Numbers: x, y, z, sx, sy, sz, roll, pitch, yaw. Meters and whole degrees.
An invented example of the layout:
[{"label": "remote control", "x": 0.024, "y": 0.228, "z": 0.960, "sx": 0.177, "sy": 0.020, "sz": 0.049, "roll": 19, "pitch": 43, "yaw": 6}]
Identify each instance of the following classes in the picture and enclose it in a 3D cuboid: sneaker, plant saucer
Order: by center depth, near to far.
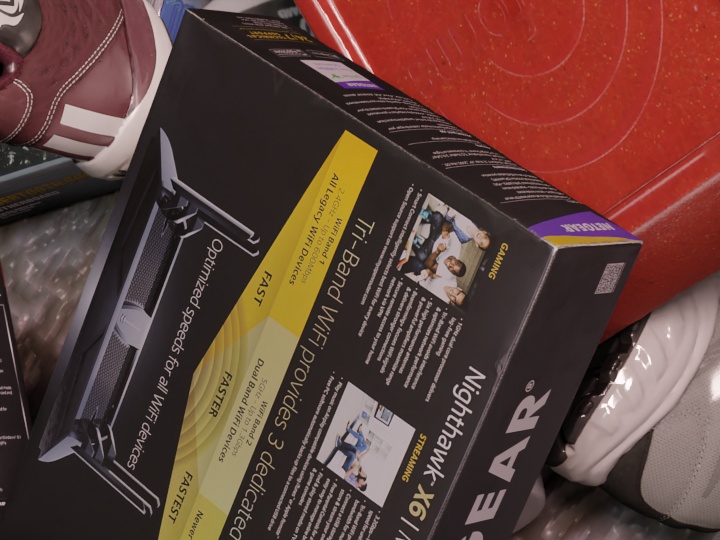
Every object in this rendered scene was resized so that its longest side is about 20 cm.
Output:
[{"label": "plant saucer", "x": 0.054, "y": -0.085, "z": 0.628, "sx": 0.199, "sy": 0.037, "sz": 0.201, "roll": -37, "pitch": 81, "yaw": 48}, {"label": "sneaker", "x": 0.137, "y": -0.003, "z": 0.714, "sx": 0.079, "sy": 0.074, "sz": 0.201, "roll": 34, "pitch": 80, "yaw": -10}, {"label": "sneaker", "x": -0.142, "y": -0.128, "z": 0.755, "sx": 0.076, "sy": 0.115, "sz": 0.201, "roll": -42, "pitch": 61, "yaw": 31}]

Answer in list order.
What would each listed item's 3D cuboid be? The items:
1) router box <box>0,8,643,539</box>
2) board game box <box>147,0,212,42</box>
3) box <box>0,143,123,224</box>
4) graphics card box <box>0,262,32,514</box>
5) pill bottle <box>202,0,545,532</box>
[{"label": "router box", "x": -0.021, "y": 0.041, "z": 0.655, "sx": 0.157, "sy": 0.052, "sz": 0.201, "roll": 35, "pitch": 112, "yaw": 31}, {"label": "board game box", "x": -0.133, "y": -0.178, "z": 0.864, "sx": 0.199, "sy": 0.043, "sz": 0.201, "roll": 10, "pitch": 81, "yaw": 29}, {"label": "box", "x": -0.128, "y": -0.131, "z": 0.901, "sx": 0.157, "sy": 0.048, "sz": 0.202, "roll": -14, "pitch": 69, "yaw": 25}, {"label": "graphics card box", "x": -0.165, "y": 0.108, "z": 0.821, "sx": 0.125, "sy": 0.051, "sz": 0.201, "roll": -45, "pitch": 54, "yaw": 50}, {"label": "pill bottle", "x": 0.000, "y": 0.000, "z": 0.755, "sx": 0.114, "sy": 0.114, "sz": 0.201, "roll": -22, "pitch": 66, "yaw": 22}]
